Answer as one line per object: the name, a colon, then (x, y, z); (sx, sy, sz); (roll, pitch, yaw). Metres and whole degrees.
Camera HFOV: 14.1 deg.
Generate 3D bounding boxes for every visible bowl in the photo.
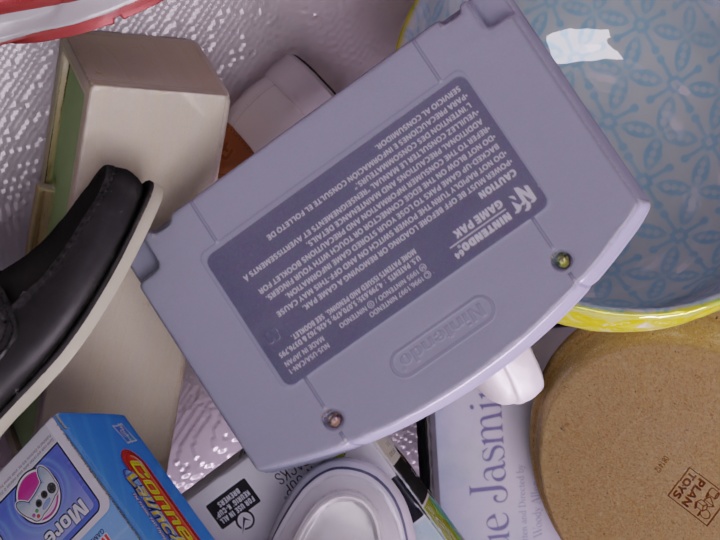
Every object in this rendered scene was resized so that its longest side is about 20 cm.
bowl: (0.107, -0.053, 1.309); (0.199, 0.201, 0.108); (-12, 159, -11)

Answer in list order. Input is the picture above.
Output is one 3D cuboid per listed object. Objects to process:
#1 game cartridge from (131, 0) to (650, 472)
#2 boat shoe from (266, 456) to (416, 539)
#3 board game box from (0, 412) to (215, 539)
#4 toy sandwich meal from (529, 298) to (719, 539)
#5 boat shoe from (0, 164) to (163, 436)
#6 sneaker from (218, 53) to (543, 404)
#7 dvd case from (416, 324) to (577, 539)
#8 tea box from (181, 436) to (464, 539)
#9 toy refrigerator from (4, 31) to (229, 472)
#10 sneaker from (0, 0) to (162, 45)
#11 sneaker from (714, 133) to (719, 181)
game cartridge: (0.014, -0.009, 1.218); (0.200, 0.041, 0.133); (-35, 77, 11)
boat shoe: (-0.017, 0.178, 1.211); (0.073, 0.065, 0.201); (7, 89, 2)
board game box: (-0.120, 0.196, 1.195); (0.200, 0.196, 0.056); (-45, 159, 19)
toy sandwich meal: (0.176, 0.088, 1.350); (0.205, 0.070, 0.206); (15, 123, 25)
boat shoe: (-0.159, 0.034, 1.218); (0.063, 0.074, 0.202); (39, 93, -11)
sneaker: (0.000, 0.000, 1.333); (0.085, 0.073, 0.200); (-42, 106, -5)
dvd case: (0.124, 0.089, 1.416); (0.199, 0.018, 0.143); (-5, 95, -15)
tea box: (-0.031, 0.185, 1.311); (0.200, 0.134, 0.197); (-37, 89, 1)
toy refrigerator: (-0.114, 0.000, 1.299); (0.070, 0.076, 0.201); (3, 113, -18)
sneaker: (-0.149, -0.157, 1.218); (0.200, 0.078, 0.116); (-24, 119, -6)
sneaker: (0.217, 0.015, 1.392); (0.087, 0.074, 0.200); (-25, 104, -14)
